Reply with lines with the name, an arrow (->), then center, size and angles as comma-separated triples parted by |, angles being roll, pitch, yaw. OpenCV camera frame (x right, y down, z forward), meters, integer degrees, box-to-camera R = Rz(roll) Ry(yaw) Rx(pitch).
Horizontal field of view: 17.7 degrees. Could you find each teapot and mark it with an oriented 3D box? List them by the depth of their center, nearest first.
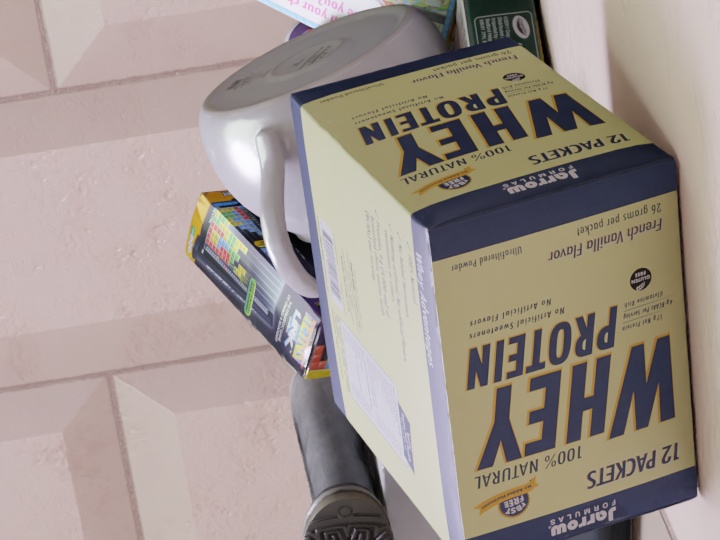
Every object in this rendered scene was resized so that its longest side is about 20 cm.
teapot -> -0.009, -0.083, 1.607 | 0.147, 0.199, 0.197 | 65, 166, -17

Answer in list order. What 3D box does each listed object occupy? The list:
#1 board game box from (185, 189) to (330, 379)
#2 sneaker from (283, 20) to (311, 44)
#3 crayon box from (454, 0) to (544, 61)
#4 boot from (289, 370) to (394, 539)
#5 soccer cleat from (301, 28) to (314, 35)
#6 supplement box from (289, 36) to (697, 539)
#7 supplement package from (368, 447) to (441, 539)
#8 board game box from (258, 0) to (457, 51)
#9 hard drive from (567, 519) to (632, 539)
board game box -> 0.000, 0.000, 1.669 | 0.165, 0.199, 0.057 | 43, 127, 40
sneaker -> 0.015, -0.115, 1.837 | 0.200, 0.076, 0.088 | 48, 176, -15
crayon box -> 0.097, -0.110, 1.598 | 0.200, 0.051, 0.127 | 91, 172, -72
boot -> -0.016, 0.146, 1.745 | 0.182, 0.072, 0.201 | 88, 179, -52
soccer cleat -> -0.013, -0.093, 1.762 | 0.067, 0.076, 0.201 | 31, 154, 43
supplement box -> 0.068, 0.012, 1.218 | 0.200, 0.133, 0.201 | -133, 30, -58
supplement package -> 0.076, 0.112, 1.810 | 0.192, 0.146, 0.201 | 85, 176, -52
board game box -> -0.006, -0.238, 1.705 | 0.034, 0.199, 0.135 | -34, -34, -51
hard drive -> 0.116, 0.158, 1.510 | 0.139, 0.033, 0.201 | 36, 152, 28
